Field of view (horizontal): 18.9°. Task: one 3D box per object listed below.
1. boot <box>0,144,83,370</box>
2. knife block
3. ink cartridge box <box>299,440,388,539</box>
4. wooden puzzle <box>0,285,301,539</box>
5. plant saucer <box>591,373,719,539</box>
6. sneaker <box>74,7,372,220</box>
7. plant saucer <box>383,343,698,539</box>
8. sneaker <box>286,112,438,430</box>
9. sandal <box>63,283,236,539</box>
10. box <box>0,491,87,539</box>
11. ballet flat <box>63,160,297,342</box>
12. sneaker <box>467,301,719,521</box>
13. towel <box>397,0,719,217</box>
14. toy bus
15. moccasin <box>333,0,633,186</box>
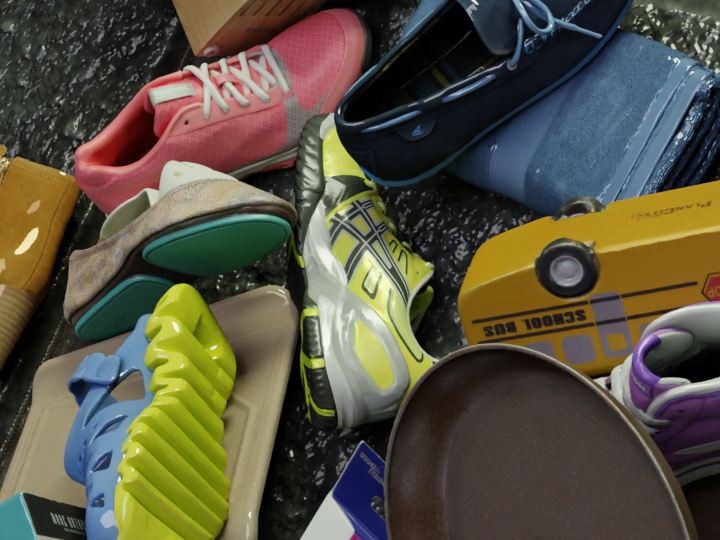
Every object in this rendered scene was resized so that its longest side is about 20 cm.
[{"bbox_3d":[-0.272,-0.014,1.364,0.200,0.071,0.145,8,66,29],"label":"boot"},{"bbox_3d":[-0.080,-0.226,1.302,0.200,0.064,0.176,-40,66,45],"label":"knife block"},{"bbox_3d":[-0.017,0.194,1.075,0.037,0.095,0.201,11,63,45],"label":"ink cartridge box"},{"bbox_3d":[-0.122,0.108,1.205,0.184,0.037,0.201,-19,37,22],"label":"wooden puzzle"},{"bbox_3d":[0.135,0.149,1.067,0.199,0.037,0.202,-13,61,24],"label":"plant saucer"},{"bbox_3d":[-0.082,-0.091,1.271,0.200,0.087,0.074,-36,56,10],"label":"sneaker"},{"bbox_3d":[0.088,0.128,1.005,0.200,0.032,0.201,19,116,43],"label":"plant saucer"},{"bbox_3d":[0.000,0.000,1.205,0.076,0.076,0.201,-3,58,-7],"label":"sneaker"},{"bbox_3d":[-0.117,0.093,1.127,0.087,0.080,0.200,-25,26,17],"label":"sandal"},{"bbox_3d":[-0.134,0.213,1.070,0.049,0.082,0.201,-30,67,15],"label":"box"},{"bbox_3d":[-0.110,-0.023,1.234,0.200,0.068,0.068,-28,57,42],"label":"ballet flat"},{"bbox_3d":[0.123,0.064,1.022,0.200,0.114,0.073,-24,60,20],"label":"sneaker"},{"bbox_3d":[0.103,-0.088,1.189,0.199,0.049,0.112,27,83,35],"label":"towel"},{"bbox_3d":[0.151,0.002,1.087,0.199,0.079,0.065,-11,21,19],"label":"toy bus"},{"bbox_3d":[0.071,-0.123,1.150,0.200,0.068,0.080,-46,54,4],"label":"moccasin"}]
